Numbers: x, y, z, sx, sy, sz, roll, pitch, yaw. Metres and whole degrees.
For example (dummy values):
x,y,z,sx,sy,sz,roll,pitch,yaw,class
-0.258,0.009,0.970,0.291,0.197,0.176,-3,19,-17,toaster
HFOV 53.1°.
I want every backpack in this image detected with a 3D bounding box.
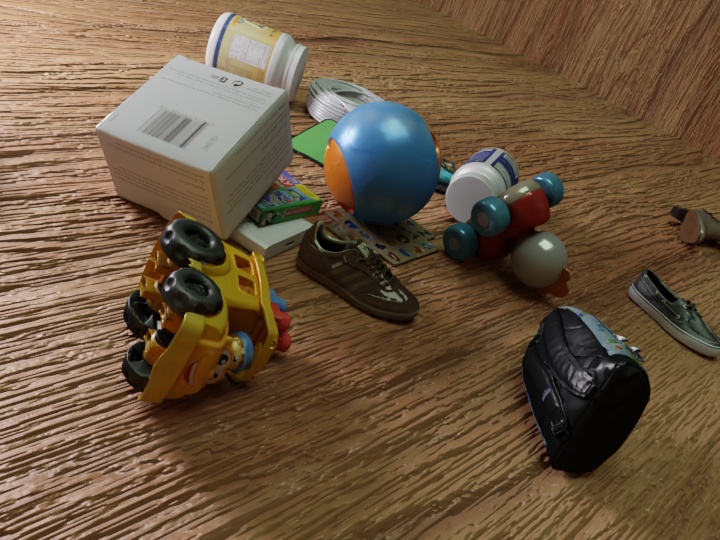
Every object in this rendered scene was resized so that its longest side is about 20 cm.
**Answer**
x,y,z,sx,sy,sz,roll,pitch,yaw,class
0.280,0.136,0.920,0.152,0.165,0.201,16,21,-25,backpack

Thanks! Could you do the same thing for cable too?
x,y,z,sx,sy,sz,roll,pitch,yaw,class
-0.027,-0.372,1.641,0.199,0.070,0.199,34,31,23,cable

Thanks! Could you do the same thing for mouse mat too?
x,y,z,sx,sy,sz,roll,pitch,yaw,class
-0.033,-0.240,1.441,0.198,0.008,0.161,30,42,21,mouse mat

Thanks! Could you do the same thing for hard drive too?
x,y,z,sx,sy,sz,roll,pitch,yaw,class
-0.184,-0.093,1.113,0.198,0.027,0.131,32,31,19,hard drive

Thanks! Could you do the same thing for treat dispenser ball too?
x,y,z,sx,sy,sz,roll,pitch,yaw,class
0.037,-0.178,1.206,0.198,0.203,0.202,15,29,-9,treat dispenser ball

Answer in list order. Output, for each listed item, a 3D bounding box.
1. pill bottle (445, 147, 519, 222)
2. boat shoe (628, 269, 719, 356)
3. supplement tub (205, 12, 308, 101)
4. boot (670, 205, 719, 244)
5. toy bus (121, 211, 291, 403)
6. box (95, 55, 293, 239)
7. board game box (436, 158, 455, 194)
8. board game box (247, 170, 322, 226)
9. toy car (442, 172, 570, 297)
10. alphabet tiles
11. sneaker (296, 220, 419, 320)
x,y,z,sx,sy,sz,roll,pitch,yaw,class
0.239,-0.165,1.416,0.115,0.117,0.200,27,29,12,pill bottle
0.566,0.074,1.289,0.068,0.057,0.200,-4,37,-37,boat shoe
-0.227,-0.467,1.590,0.197,0.146,0.145,20,29,-1,supplement tub
0.844,-0.098,1.747,0.144,0.071,0.201,20,29,-6,boot
-0.153,0.059,0.798,0.190,0.136,0.201,24,27,-29,toy bus
-0.230,-0.182,1.040,0.196,0.132,0.201,21,53,17,box
0.107,-0.224,1.519,0.197,0.028,0.136,18,30,-6,board game box
-0.173,-0.143,1.148,0.199,0.029,0.134,38,34,27,board game box
0.278,-0.033,1.228,0.183,0.177,0.202,-23,79,-35,toy car
0.038,-0.066,1.235,0.166,0.006,0.199,38,33,27,alphabet tiles
0.000,0.000,1.026,0.198,0.076,0.070,26,29,10,sneaker
